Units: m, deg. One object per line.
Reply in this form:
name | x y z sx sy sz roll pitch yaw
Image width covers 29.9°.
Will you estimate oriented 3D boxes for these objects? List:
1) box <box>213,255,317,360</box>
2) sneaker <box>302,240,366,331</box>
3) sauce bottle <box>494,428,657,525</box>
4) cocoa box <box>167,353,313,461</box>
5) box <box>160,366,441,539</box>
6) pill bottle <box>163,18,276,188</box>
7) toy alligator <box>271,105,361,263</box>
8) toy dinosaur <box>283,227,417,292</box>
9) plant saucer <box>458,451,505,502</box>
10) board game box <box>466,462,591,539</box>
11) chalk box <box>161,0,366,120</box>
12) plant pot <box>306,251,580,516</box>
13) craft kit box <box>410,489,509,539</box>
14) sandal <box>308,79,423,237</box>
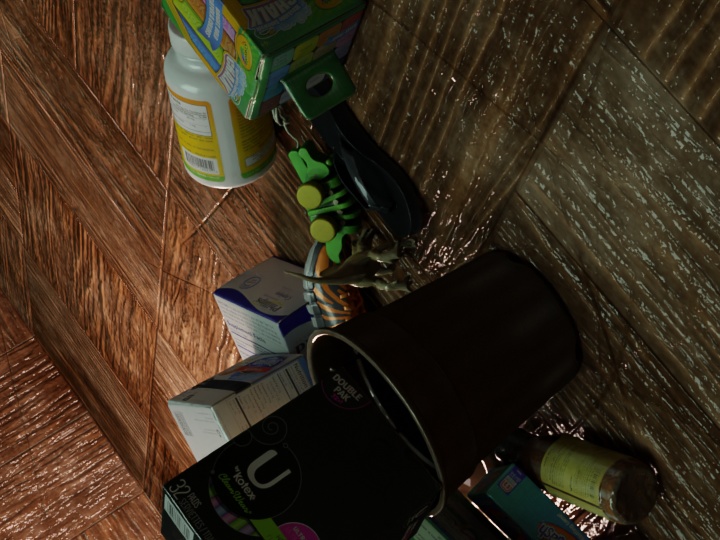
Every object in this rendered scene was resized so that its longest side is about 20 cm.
box | -0.074 0.103 1.721 0.184 0.105 0.201 20 137 56
sneaker | 0.001 0.055 1.572 0.112 0.078 0.201 9 117 35
sauce bottle | 0.206 0.194 1.330 0.200 0.066 0.066 17 134 57
cocoa box | -0.124 0.185 1.615 0.134 0.131 0.200 64 158 -7
box | -0.056 0.212 1.197 0.149 0.200 0.124 50 155 18
pill bottle | -0.158 -0.200 1.505 0.111 0.111 0.200 41 151 35
toy alligator | -0.040 -0.101 1.474 0.054 0.059 0.201 -12 112 21
toy dinosaur | 0.000 0.000 1.401 0.101 0.200 0.058 -4 102 21
plant saucer | 0.093 0.196 1.528 0.200 0.029 0.200 26 146 19
board game box | 0.203 0.286 1.387 0.200 0.045 0.152 45 171 6
chalk box | -0.083 -0.239 1.293 0.200 0.125 0.124 52 156 11
plant pot | 0.085 0.092 1.272 0.200 0.198 0.201 43 153 29
craft kit box | 0.119 0.295 1.366 0.200 0.049 0.197 43 -170 20
sandal | -0.007 -0.110 1.401 0.200 0.043 0.076 52 156 14
